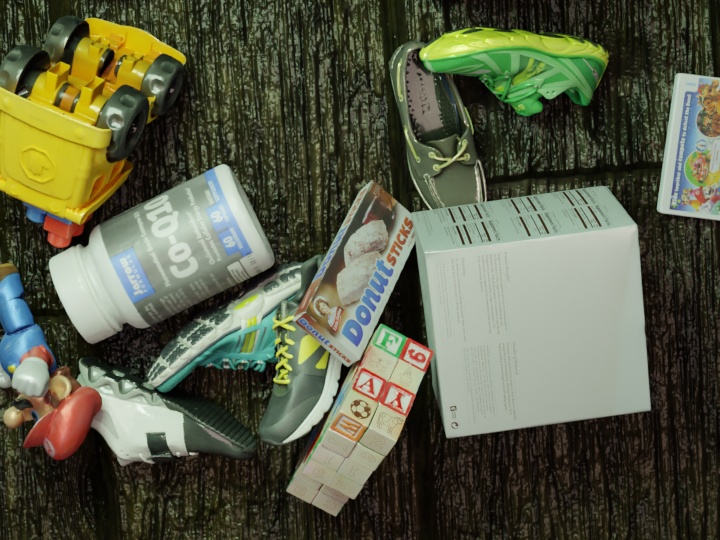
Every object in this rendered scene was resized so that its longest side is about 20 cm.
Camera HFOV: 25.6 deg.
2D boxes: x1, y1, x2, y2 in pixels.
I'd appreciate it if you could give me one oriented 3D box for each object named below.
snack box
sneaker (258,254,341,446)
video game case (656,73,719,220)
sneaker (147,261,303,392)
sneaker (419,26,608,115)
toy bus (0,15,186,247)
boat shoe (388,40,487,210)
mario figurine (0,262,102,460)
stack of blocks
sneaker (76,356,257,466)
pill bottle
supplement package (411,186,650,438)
[{"bbox_3d":[0.000,0.000,1.538,0.072,0.200,0.024,41,135,-15],"label":"snack box"},{"bbox_3d":[-0.059,0.074,1.542,0.085,0.074,0.200,38,65,-28],"label":"sneaker"},{"bbox_3d":[0.411,-0.117,1.615,0.199,0.018,0.144,7,95,-2],"label":"video game case"},{"bbox_3d":[-0.119,0.070,1.585,0.200,0.078,0.080,-30,106,-7],"label":"sneaker"},{"bbox_3d":[0.154,-0.194,1.556,0.199,0.074,0.084,2,104,-22],"label":"sneaker"},{"bbox_3d":[-0.268,-0.127,1.539,0.135,0.200,0.192,21,124,9],"label":"toy bus"},{"bbox_3d":[0.078,-0.132,1.584,0.072,0.060,0.202,-18,95,-1],"label":"boat shoe"},{"bbox_3d":[-0.335,0.098,1.545,0.106,0.123,0.200,-36,71,15],"label":"mario figurine"},{"bbox_3d":[-0.008,0.157,1.524,0.058,0.200,0.115,28,49,-3],"label":"stack of blocks"},{"bbox_3d":[-0.202,0.163,1.597,0.200,0.074,0.089,21,99,10],"label":"sneaker"},{"bbox_3d":[-0.196,-0.013,1.560,0.200,0.114,0.114,-26,94,0],"label":"pill bottle"},{"bbox_3d":[0.163,0.037,1.539,0.199,0.147,0.192,-7,108,-1],"label":"supplement package"}]
